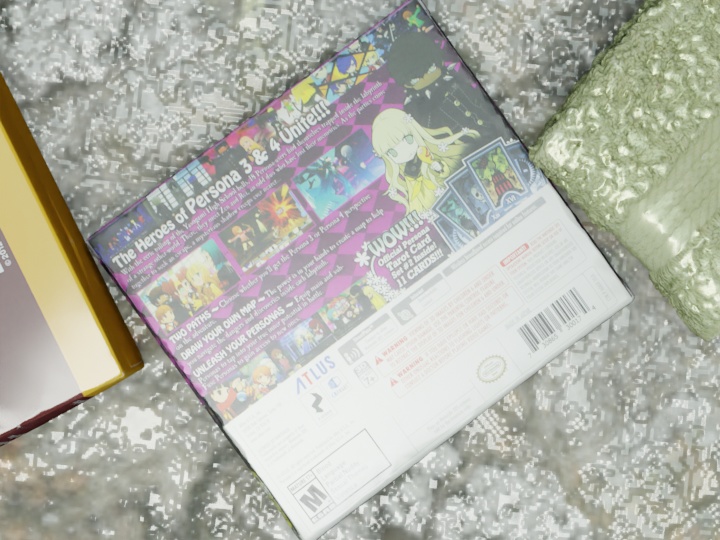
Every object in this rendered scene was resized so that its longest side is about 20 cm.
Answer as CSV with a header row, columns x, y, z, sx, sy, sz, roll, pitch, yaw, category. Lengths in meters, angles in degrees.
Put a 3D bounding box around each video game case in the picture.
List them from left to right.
x,y,z,sx,sy,sz,roll,pitch,yaw,category
0.000,0.000,0.916,0.199,0.036,0.182,-37,91,-3,video game case

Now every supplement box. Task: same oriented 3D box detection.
x,y,z,sx,sy,sz,roll,pitch,yaw,category
-0.231,0.004,0.857,0.199,0.133,0.198,-27,91,-3,supplement box

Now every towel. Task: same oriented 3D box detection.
x,y,z,sx,sy,sz,roll,pitch,yaw,category
0.188,-0.081,0.914,0.148,0.036,0.200,45,81,-6,towel
